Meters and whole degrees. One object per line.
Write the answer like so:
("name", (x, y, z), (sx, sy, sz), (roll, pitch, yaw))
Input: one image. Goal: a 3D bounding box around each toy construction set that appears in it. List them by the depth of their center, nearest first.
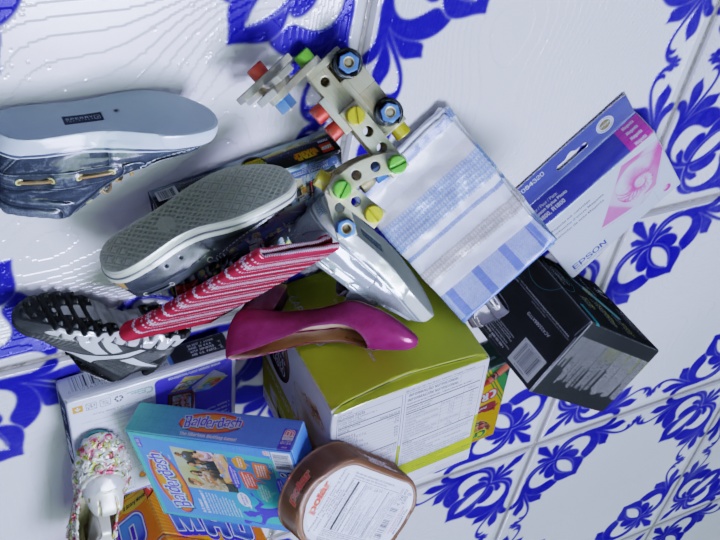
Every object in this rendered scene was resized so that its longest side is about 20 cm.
("toy construction set", (-0.028, -0.137, 1.040), (0.131, 0.092, 0.200), (-42, 117, -1))

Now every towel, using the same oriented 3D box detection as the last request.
("towel", (-0.132, 0.017, 1.078), (0.199, 0.023, 0.144), (-29, 172, 30))
("towel", (0.103, -0.061, 1.192), (0.147, 0.200, 0.024), (-41, -175, 7))

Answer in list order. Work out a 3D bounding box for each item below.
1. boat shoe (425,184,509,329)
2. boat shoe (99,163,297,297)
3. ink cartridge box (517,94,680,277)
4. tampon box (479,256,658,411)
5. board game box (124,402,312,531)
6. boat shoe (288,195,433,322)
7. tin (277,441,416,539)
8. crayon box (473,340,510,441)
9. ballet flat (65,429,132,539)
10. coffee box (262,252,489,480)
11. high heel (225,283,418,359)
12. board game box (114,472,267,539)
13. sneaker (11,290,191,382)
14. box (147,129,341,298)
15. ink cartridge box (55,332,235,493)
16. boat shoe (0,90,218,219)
("boat shoe", (0.121, -0.030, 1.244), (0.062, 0.073, 0.201), (-13, 105, 16))
("boat shoe", (-0.149, -0.037, 1.028), (0.199, 0.075, 0.062), (-29, 142, -3))
("ink cartridge box", (0.307, -0.102, 1.400), (0.196, 0.043, 0.200), (-42, 143, 8))
("tampon box", (0.282, 0.088, 1.488), (0.199, 0.150, 0.126), (21, 115, -47))
("board game box", (-0.144, 0.220, 1.198), (0.198, 0.045, 0.153), (4, 133, 18))
("boat shoe", (0.000, 0.000, 1.167), (0.071, 0.070, 0.201), (-37, 124, 17))
("tin", (-0.009, 0.253, 1.181), (0.200, 0.042, 0.113), (31, 87, -49))
("crayon box", (0.142, 0.202, 1.581), (0.126, 0.051, 0.201), (-19, 139, -22))
("ballet flat", (-0.295, 0.268, 1.237), (0.075, 0.064, 0.201), (-8, 134, -26))
("coffee box", (0.009, 0.126, 1.276), (0.199, 0.200, 0.199), (-17, 139, -20))
("high heel", (-0.042, 0.078, 1.150), (0.068, 0.199, 0.097), (71, 36, -59))
("board game box", (-0.239, 0.412, 1.383), (0.200, 0.200, 0.200), (-47, 141, 14))
("sneaker", (-0.274, 0.077, 1.117), (0.199, 0.067, 0.091), (10, 121, -46))
("box", (-0.113, -0.054, 1.126), (0.199, 0.040, 0.137), (-22, 141, -18))
("ink cartridge box", (-0.243, 0.176, 1.261), (0.197, 0.043, 0.201), (-16, 137, -22))
("boat shoe", (-0.229, -0.103, 0.969), (0.199, 0.071, 0.091), (-7, 135, -23))
